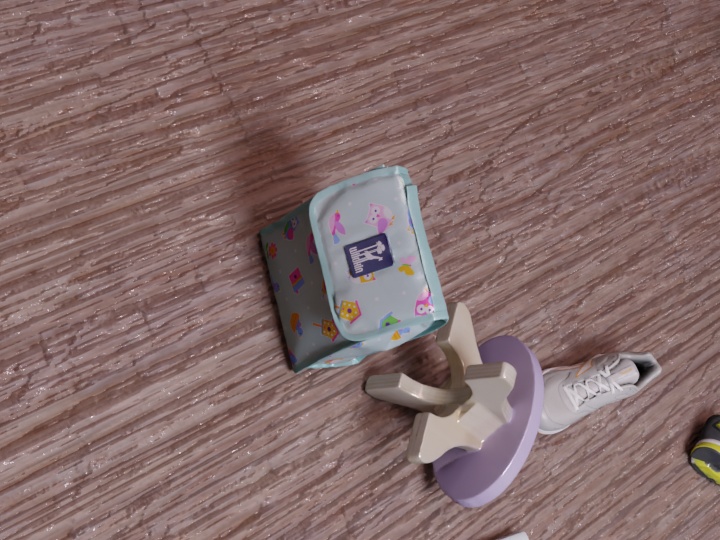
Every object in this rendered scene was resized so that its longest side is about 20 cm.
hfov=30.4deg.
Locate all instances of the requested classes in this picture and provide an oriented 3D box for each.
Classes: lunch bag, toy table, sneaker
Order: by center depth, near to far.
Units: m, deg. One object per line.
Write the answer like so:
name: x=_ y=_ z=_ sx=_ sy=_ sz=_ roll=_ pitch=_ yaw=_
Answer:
lunch bag: x=0.000 y=0.000 z=1.360 sx=0.122 sy=0.200 sz=0.171 roll=-5 pitch=76 yaw=-38
toy table: x=0.109 y=0.138 z=1.417 sx=0.117 sy=0.184 sz=0.200 roll=41 pitch=42 yaw=-38
sneaker: x=0.279 y=0.134 z=1.585 sx=0.200 sy=0.092 sz=0.076 roll=-21 pitch=84 yaw=-40
sneaker: x=0.518 y=0.259 z=1.726 sx=0.200 sy=0.074 sz=0.085 roll=38 pitch=53 yaw=-18

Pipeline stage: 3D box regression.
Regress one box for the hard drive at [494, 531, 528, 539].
hard drive: x=0.120 y=0.368 z=1.414 sx=0.200 sy=0.026 sz=0.132 roll=-10 pitch=78 yaw=-38
